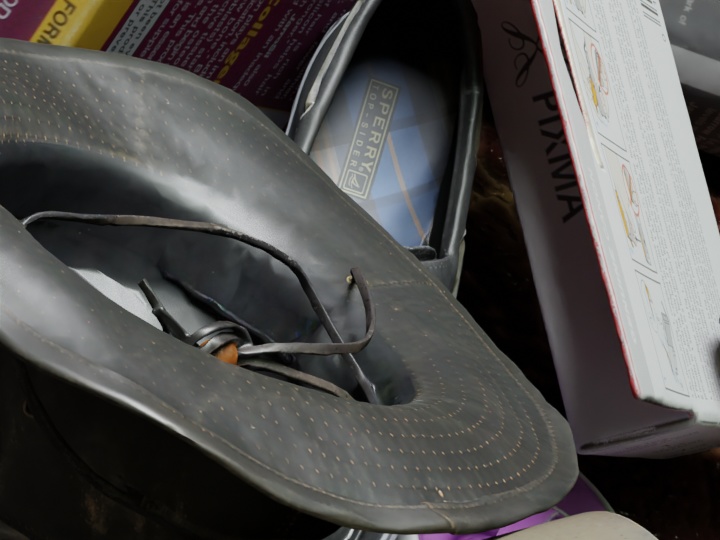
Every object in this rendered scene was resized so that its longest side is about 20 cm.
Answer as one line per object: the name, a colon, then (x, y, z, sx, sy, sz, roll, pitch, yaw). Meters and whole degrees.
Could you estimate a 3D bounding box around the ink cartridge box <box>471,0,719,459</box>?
ink cartridge box: (0.062, -0.046, 0.815, 0.176, 0.045, 0.201, 15, 60, -69)

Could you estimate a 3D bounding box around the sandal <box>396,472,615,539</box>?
sandal: (0.060, 0.108, 0.759, 0.082, 0.050, 0.203, 14, 38, -18)

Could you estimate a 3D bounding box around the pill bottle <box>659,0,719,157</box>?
pill bottle: (0.146, -0.097, 1.013, 0.199, 0.113, 0.113, 19, 37, -12)

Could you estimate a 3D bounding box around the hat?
hat: (-0.051, 0.023, 0.640, 0.200, 0.081, 0.201, 26, 21, -11)

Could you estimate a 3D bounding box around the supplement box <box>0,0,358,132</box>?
supplement box: (-0.070, -0.099, 0.803, 0.103, 0.131, 0.200, 38, 10, 17)

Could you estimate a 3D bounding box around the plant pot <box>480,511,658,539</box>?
plant pot: (-0.033, 0.152, 0.560, 0.199, 0.188, 0.188, -4, 44, -17)

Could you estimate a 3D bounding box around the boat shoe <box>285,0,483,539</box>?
boat shoe: (0.000, 0.000, 0.780, 0.070, 0.066, 0.201, 19, 64, -4)

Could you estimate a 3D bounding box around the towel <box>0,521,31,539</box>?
towel: (-0.149, -0.010, 0.695, 0.147, 0.024, 0.200, 30, 24, -24)

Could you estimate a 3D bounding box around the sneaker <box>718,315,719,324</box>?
sneaker: (0.184, 0.041, 0.861, 0.200, 0.074, 0.089, 22, 38, -54)
